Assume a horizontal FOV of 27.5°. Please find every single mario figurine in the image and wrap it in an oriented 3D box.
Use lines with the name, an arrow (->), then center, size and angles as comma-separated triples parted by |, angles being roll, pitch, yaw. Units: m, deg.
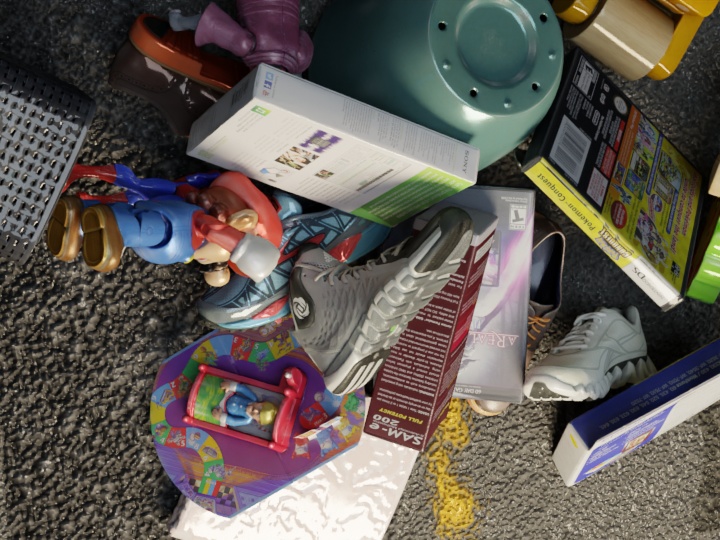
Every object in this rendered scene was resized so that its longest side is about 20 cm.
mario figurine -> -0.146, -0.015, 1.184 | 0.200, 0.124, 0.106 | -4, 138, -43

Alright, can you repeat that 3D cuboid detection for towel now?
towel -> -0.056, 0.191, 1.380 | 0.200, 0.032, 0.191 | 23, 93, -21

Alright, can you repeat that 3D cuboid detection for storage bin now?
storage bin -> -0.284, -0.097, 1.158 | 0.094, 0.200, 0.135 | 24, 94, -19

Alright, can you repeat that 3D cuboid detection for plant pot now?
plant pot -> 0.078, -0.176, 1.247 | 0.200, 0.161, 0.201 | 2, 84, -24

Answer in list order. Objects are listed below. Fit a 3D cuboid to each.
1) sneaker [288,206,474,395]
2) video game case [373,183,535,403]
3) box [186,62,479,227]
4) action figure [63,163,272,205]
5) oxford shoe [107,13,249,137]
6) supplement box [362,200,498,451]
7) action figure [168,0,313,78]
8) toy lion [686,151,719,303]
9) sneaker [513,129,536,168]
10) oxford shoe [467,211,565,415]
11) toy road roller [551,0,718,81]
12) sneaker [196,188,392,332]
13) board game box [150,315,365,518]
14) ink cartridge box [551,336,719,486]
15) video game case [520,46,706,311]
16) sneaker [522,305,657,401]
sneaker -> 0.000, 0.000, 1.225 | 0.116, 0.075, 0.200 | 46, 116, 20
video game case -> 0.085, 0.019, 1.358 | 0.143, 0.019, 0.200 | 4, 101, 13
box -> -0.024, -0.097, 1.196 | 0.200, 0.144, 0.036 | 20, 68, -23
action figure -> -0.160, -0.060, 1.273 | 0.200, 0.065, 0.052 | 0, 132, -32
oxford shoe -> -0.124, -0.144, 1.280 | 0.200, 0.071, 0.073 | 31, 114, -19
supplement box -> 0.063, 0.047, 1.303 | 0.061, 0.109, 0.200 | 16, 103, 11
action figure -> -0.070, -0.221, 1.219 | 0.134, 0.149, 0.200 | 3, 77, -39
toy lion -> 0.355, -0.074, 1.392 | 0.069, 0.192, 0.200 | 20, 55, 8
sneaker -> 0.219, -0.071, 1.366 | 0.200, 0.104, 0.060 | 39, 109, -18
oxford shoe -> 0.145, 0.046, 1.388 | 0.071, 0.073, 0.200 | 9, 99, -20
toy road roller -> 0.281, -0.273, 1.324 | 0.123, 0.146, 0.200 | 29, 92, -20
sneaker -> -0.070, -0.028, 1.299 | 0.200, 0.079, 0.096 | -37, 126, -17
board game box -> -0.098, 0.115, 1.288 | 0.200, 0.039, 0.158 | -30, 73, 6
ink cartridge box -> 0.281, 0.122, 1.390 | 0.197, 0.200, 0.047 | -27, 71, -10
video game case -> 0.229, -0.085, 1.301 | 0.181, 0.200, 0.025 | 43, 127, -13
sneaker -> 0.212, 0.078, 1.387 | 0.200, 0.075, 0.081 | -9, 97, -55
